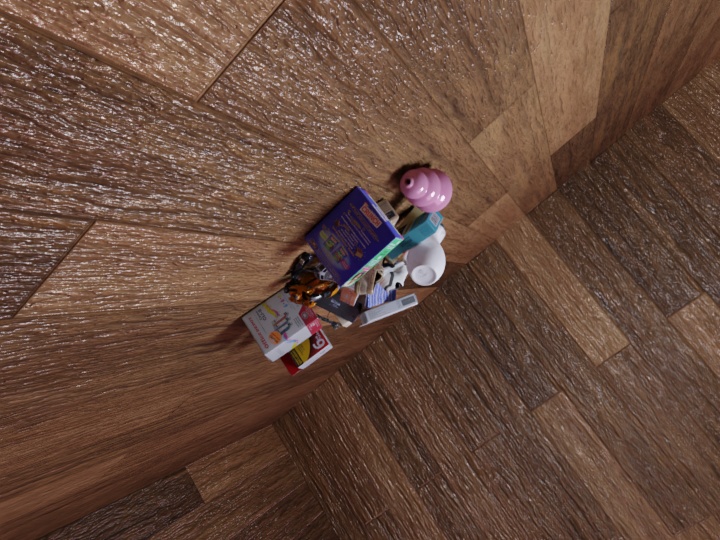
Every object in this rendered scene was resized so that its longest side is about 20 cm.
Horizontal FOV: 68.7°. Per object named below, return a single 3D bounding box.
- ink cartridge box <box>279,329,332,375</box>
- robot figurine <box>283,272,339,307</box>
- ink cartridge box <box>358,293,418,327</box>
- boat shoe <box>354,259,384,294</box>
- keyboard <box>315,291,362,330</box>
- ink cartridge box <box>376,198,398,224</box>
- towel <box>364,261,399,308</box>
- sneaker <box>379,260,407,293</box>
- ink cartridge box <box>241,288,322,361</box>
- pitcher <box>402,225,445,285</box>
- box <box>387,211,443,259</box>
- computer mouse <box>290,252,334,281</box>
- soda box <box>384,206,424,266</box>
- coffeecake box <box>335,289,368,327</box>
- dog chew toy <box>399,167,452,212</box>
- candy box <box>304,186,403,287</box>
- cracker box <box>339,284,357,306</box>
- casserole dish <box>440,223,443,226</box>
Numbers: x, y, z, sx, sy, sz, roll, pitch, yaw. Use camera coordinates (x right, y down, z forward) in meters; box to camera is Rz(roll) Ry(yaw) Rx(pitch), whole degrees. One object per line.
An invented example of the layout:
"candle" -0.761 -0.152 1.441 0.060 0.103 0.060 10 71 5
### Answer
"ink cartridge box" -0.222 0.225 1.782 0.175 0.201 0.084 -36 165 -4
"robot figurine" -0.138 0.053 1.585 0.199 0.143 0.059 -34 132 -54
"ink cartridge box" 0.090 0.143 1.883 0.197 0.044 0.174 -19 174 -14
"boat shoe" 0.041 0.013 1.591 0.201 0.063 0.072 -60 154 -50
"keyboard" -0.100 0.129 1.815 0.128 0.198 0.021 -58 -161 11
"ink cartridge box" 0.009 -0.103 1.563 0.164 0.076 0.201 -31 166 -24
"towel" 0.079 0.046 1.786 0.199 0.024 0.147 -10 111 -60
"sneaker" 0.118 0.024 1.731 0.199 0.080 0.074 -22 160 -52
"ink cartridge box" -0.245 0.165 1.655 0.199 0.146 0.145 -34 166 -9
"pitcher" 0.190 -0.036 1.655 0.171 0.121 0.202 -41 -158 36
"box" 0.159 -0.113 1.617 0.199 0.049 0.083 -32 -162 42
"computer mouse" -0.099 -0.004 1.542 0.197 0.044 0.110 9 138 -22
"soda box" 0.146 -0.115 1.758 0.201 0.067 0.064 -50 174 -3
"coffeecake box" -0.022 0.081 1.902 0.199 0.154 0.073 -37 166 2
"dog chew toy" 0.178 -0.233 1.481 0.124 0.125 0.199 -43 156 24
"candy box" -0.017 -0.084 1.365 0.199 0.170 0.077 -41 168 18
"cracker box" 0.000 0.000 1.712 0.134 0.057 0.202 108 7 -67
"casserole dish" 0.225 -0.133 1.880 0.122 0.039 0.200 -54 -162 -1
